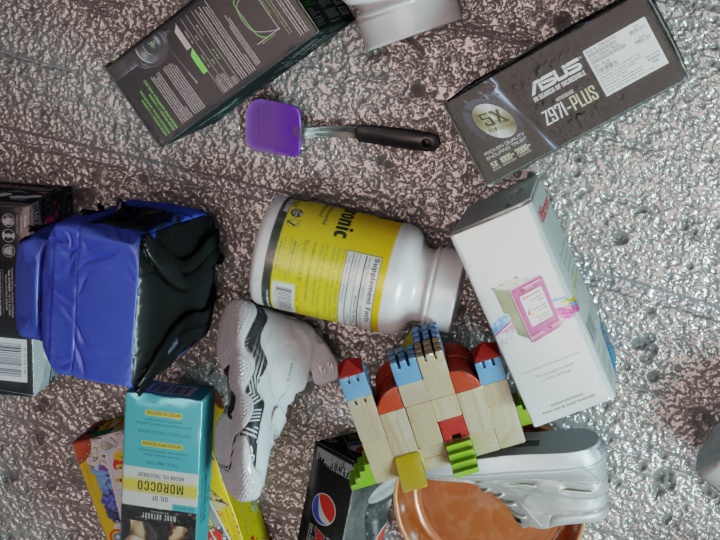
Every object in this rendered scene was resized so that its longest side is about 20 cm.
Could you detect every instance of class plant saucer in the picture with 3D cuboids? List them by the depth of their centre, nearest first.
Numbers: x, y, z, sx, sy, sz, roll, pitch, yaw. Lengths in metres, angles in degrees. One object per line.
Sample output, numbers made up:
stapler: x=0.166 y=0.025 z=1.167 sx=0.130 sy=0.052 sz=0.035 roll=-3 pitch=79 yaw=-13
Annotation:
plant saucer: x=0.133 y=0.232 z=1.452 sx=0.199 sy=0.032 sz=0.201 roll=2 pitch=102 yaw=11

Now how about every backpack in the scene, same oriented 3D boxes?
backpack: x=-0.231 y=0.004 z=1.388 sx=0.167 sy=0.200 sz=0.163 roll=16 pitch=108 yaw=17

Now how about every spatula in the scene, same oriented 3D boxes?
spatula: x=-0.019 y=-0.136 z=1.404 sx=0.199 sy=0.021 sz=0.057 roll=5 pitch=116 yaw=8

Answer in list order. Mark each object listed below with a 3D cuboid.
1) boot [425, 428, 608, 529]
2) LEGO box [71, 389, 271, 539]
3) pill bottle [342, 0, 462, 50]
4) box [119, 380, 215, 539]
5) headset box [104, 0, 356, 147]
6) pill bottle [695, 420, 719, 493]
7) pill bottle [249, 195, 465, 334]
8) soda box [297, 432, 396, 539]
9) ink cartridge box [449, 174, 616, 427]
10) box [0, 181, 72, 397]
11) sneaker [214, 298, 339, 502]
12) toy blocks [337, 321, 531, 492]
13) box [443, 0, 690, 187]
boot: x=0.145 y=0.212 z=1.393 sx=0.199 sy=0.074 sz=0.096 roll=-3 pitch=110 yaw=19
LEGO box: x=-0.195 y=0.244 z=1.496 sx=0.148 sy=0.077 sz=0.201 roll=-17 pitch=99 yaw=14
pill bottle: x=0.019 y=-0.314 z=1.308 sx=0.113 sy=0.114 sz=0.201 roll=-16 pitch=99 yaw=14
box: x=-0.195 y=0.215 z=1.423 sx=0.082 sy=0.049 sz=0.201 roll=6 pitch=102 yaw=9
headset box: x=-0.123 y=-0.210 z=1.330 sx=0.200 sy=0.174 sz=0.093 roll=-34 pitch=95 yaw=17
pill bottle: x=0.428 y=0.213 z=1.348 sx=0.200 sy=0.111 sz=0.111 roll=40 pitch=107 yaw=1
pill bottle: x=0.000 y=0.000 z=1.385 sx=0.199 sy=0.111 sz=0.112 roll=13 pitch=105 yaw=7
soda box: x=-0.020 y=0.273 z=1.462 sx=0.063 sy=0.071 sz=0.201 roll=25 pitch=110 yaw=40
ink cartridge box: x=0.166 y=0.024 z=1.339 sx=0.084 sy=0.145 sz=0.201 roll=-21 pitch=98 yaw=15
box: x=-0.373 y=0.014 z=1.461 sx=0.131 sy=0.115 sz=0.201 roll=4 pitch=104 yaw=9
sneaker: x=-0.081 y=0.130 z=1.411 sx=0.114 sy=0.075 sz=0.201 roll=7 pitch=72 yaw=-28
toy blocks: x=0.066 y=0.116 z=1.348 sx=0.199 sy=0.100 sz=0.137 roll=-16 pitch=118 yaw=5
box: x=0.189 y=-0.170 z=1.282 sx=0.199 sy=0.164 sz=0.086 roll=-28 pitch=96 yaw=17
